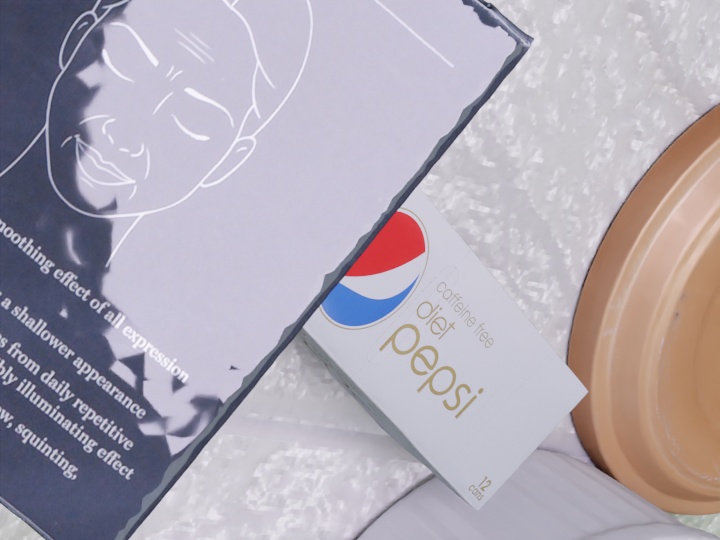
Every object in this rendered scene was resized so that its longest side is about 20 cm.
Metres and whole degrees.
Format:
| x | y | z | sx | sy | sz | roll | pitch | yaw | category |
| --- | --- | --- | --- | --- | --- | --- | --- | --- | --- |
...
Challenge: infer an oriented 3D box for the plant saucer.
| x | y | z | sx | sy | sz | roll | pitch | yaw | category |
| --- | --- | --- | --- | --- | --- | --- | --- | --- | --- |
| 0.172 | 0.014 | 1.162 | 0.199 | 0.032 | 0.201 | -21 | 127 | -29 | plant saucer |

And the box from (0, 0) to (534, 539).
| x | y | z | sx | sy | sz | roll | pitch | yaw | category |
| --- | --- | --- | --- | --- | --- | --- | --- | --- | --- |
| -0.074 | -0.039 | 0.833 | 0.148 | 0.107 | 0.200 | 40 | 89 | -9 | box |

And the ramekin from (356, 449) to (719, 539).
| x | y | z | sx | sy | sz | roll | pitch | yaw | category |
| --- | --- | --- | --- | --- | --- | --- | --- | --- | --- |
| 0.064 | 0.170 | 1.125 | 0.200 | 0.098 | 0.202 | -19 | 127 | -28 | ramekin |

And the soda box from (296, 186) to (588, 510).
| x | y | z | sx | sy | sz | roll | pitch | yaw | category |
| --- | --- | --- | --- | --- | --- | --- | --- | --- | --- |
| 0.000 | 0.000 | 0.987 | 0.064 | 0.068 | 0.200 | -47 | 135 | -4 | soda box |
